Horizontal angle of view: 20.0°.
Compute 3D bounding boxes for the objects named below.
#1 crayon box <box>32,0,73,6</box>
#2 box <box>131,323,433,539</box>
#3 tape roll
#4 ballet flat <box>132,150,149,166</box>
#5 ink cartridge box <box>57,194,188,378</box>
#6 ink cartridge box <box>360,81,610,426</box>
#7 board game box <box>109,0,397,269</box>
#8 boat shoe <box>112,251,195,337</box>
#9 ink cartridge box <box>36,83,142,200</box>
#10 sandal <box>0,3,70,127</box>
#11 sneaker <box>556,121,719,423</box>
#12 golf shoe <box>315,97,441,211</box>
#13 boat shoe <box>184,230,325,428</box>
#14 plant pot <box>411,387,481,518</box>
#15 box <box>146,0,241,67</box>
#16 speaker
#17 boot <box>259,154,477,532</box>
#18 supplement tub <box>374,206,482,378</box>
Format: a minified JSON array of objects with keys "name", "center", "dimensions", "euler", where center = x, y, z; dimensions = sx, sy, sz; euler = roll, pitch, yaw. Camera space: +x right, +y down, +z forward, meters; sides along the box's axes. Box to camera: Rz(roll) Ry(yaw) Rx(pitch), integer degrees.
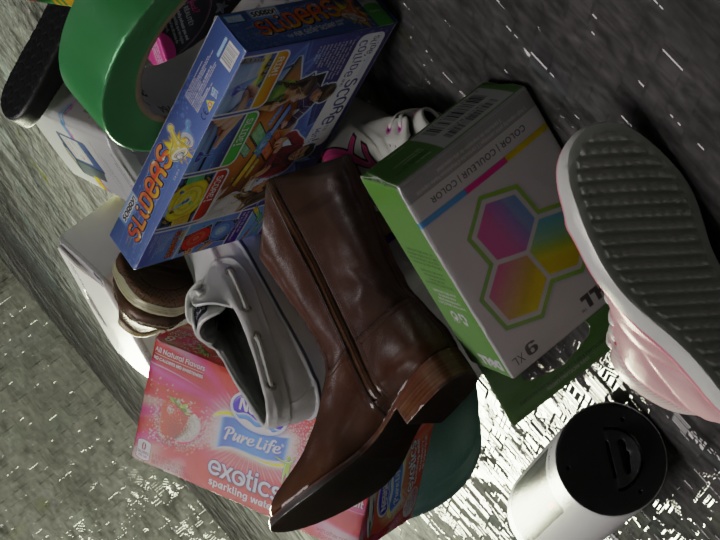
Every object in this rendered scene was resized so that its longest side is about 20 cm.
[{"name":"crayon box","center":[-0.209,-0.276,1.505],"dimensions":[0.126,0.051,0.201],"euler":[9,144,12]},{"name":"box","center":[-0.056,0.115,1.495],"dimensions":[0.199,0.095,0.100],"euler":[21,110,23]},{"name":"tape roll","center":[-0.095,-0.164,1.279],"dimensions":[0.048,0.200,0.201],"euler":[47,164,20]},{"name":"ballet flat","center":[-0.096,-0.087,1.474],"dimensions":[0.199,0.073,0.073],"euler":[-6,123,51]},{"name":"ink cartridge box","center":[-0.136,-0.020,1.724],"dimensions":[0.085,0.200,0.146],"euler":[39,160,43]},{"name":"ink cartridge box","center":[0.097,-0.005,1.256],"dimensions":[0.201,0.104,0.059],"euler":[58,164,-20]},{"name":"board game box","center":[-0.071,-0.091,1.335],"dimensions":[0.035,0.135,0.200],"euler":[51,132,22]},{"name":"boat shoe","center":[-0.153,0.018,1.543],"dimensions":[0.074,0.075,0.202],"euler":[16,-165,-5]},{"name":"ink cartridge box","center":[-0.168,-0.136,1.663],"dimensions":[0.200,0.145,0.088],"euler":[25,152,58]},{"name":"sandal","center":[-0.222,-0.202,1.654],"dimensions":[0.048,0.201,0.075],"euler":[24,-160,-36]},{"name":"sneaker","center":[0.158,0.007,1.156],"dimensions":[0.201,0.075,0.105],"euler":[52,160,-14]},{"name":"golf shoe","center":[0.036,-0.078,1.366],"dimensions":[0.200,0.072,0.093],"euler":[39,135,39]},{"name":"boat shoe","center":[-0.088,0.024,1.423],"dimensions":[0.200,0.065,0.074],"euler":[53,145,31]},{"name":"plant pot","center":[0.000,0.081,1.608],"dimensions":[0.200,0.199,0.135],"euler":[41,143,37]},{"name":"box","center":[-0.130,-0.230,1.403],"dimensions":[0.132,0.114,0.201],"euler":[45,162,30]},{"name":"speaker","center":[0.161,0.156,1.478],"dimensions":[0.081,0.081,0.200],"euler":[50,165,9]},{"name":"boot","center":[-0.032,0.045,1.346],"dimensions":[0.064,0.186,0.201],"euler":[16,-143,-57]},{"name":"supplement tub","center":[0.000,0.000,1.475],"dimensions":[0.200,0.145,0.146],"euler":[36,158,46]}]
